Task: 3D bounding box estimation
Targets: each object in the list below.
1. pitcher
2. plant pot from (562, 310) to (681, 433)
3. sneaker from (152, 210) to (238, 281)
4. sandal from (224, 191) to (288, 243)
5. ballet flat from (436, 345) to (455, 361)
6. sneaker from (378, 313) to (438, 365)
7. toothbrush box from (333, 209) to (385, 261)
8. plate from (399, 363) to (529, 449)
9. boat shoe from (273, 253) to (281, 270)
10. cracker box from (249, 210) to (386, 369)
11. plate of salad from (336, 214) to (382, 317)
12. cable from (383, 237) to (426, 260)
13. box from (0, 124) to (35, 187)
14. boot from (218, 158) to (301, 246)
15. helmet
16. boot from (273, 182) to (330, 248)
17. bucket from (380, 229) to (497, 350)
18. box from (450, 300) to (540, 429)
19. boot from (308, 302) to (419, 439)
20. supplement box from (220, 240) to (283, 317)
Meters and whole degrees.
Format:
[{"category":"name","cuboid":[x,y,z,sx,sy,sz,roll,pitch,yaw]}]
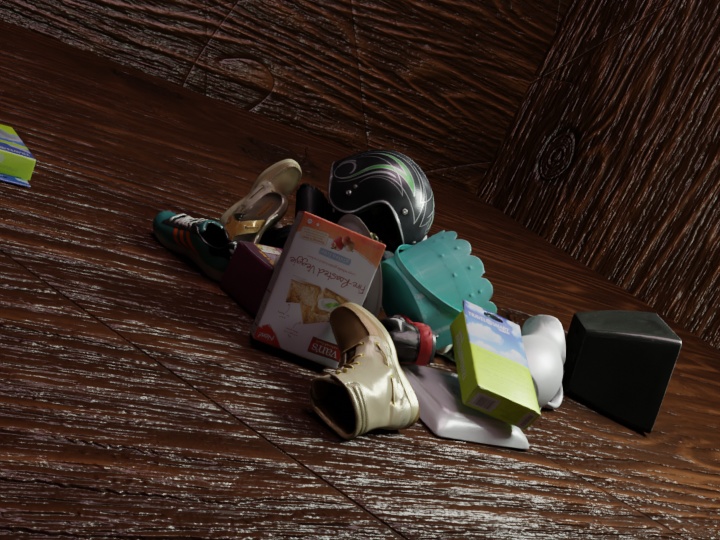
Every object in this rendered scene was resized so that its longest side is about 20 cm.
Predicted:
[{"category":"pitcher","cuboid":[0.309,0.190,1.610,0.121,0.172,0.200,-14,11,30]},{"category":"plant pot","cuboid":[0.509,0.185,1.848,0.177,0.200,0.200,13,14,-1]},{"category":"sneaker","cuboid":[-0.273,-0.062,1.543,0.200,0.080,0.071,32,35,26]},{"category":"sandal","cuboid":[-0.202,-0.081,1.620,0.080,0.200,0.054,21,-34,27]},{"category":"ballet flat","cuboid":[0.179,0.142,1.664,0.200,0.069,0.069,32,15,13]},{"category":"sneaker","cuboid":[0.047,0.108,1.487,0.098,0.071,0.200,7,3,-19]},{"category":"toothbrush box","cuboid":[0.022,-0.049,1.898,0.200,0.085,0.147,19,54,-19]},{"category":"plate","cuboid":[0.147,0.204,1.430,0.200,0.032,0.200,16,16,-35]},{"category":"boat shoe","cuboid":[-0.055,0.051,1.413,0.200,0.068,0.072,57,35,-16]},{"category":"cracker box","cuboid":[-0.064,0.029,1.344,0.134,0.200,0.058,22,1,-14]},{"category":"plate of salad","cuboid":[0.000,0.000,1.592,0.048,0.200,0.200,-8,28,-25]},{"category":"cable","cuboid":[0.030,-0.025,1.792,0.200,0.069,0.200,18,58,-20]},{"category":"box","cuboid":[-0.636,-0.210,1.553,0.122,0.048,0.200,13,17,-40]},{"category":"boot","cuboid":[-0.167,-0.111,1.727,0.072,0.200,0.155,47,-1,-38]},{"category":"helmet","cuboid":[0.041,-0.125,1.685,0.191,0.200,0.200,1,13,5]},{"category":"boot","cuboid":[-0.101,-0.083,1.665,0.073,0.163,0.198,-4,-25,14]},{"category":"bucket","cuboid":[0.126,0.041,1.587,0.135,0.207,0.207,-23,35,-18]},{"category":"box","cuboid":[0.208,0.145,1.437,0.122,0.048,0.200,25,33,-20]},{"category":"boot","cuboid":[-0.016,0.132,1.232,0.155,0.073,0.200,1,57,-54]},{"category":"supplement box","cuboid":[-0.115,0.025,1.517,0.200,0.086,0.110,11,21,-47]}]
